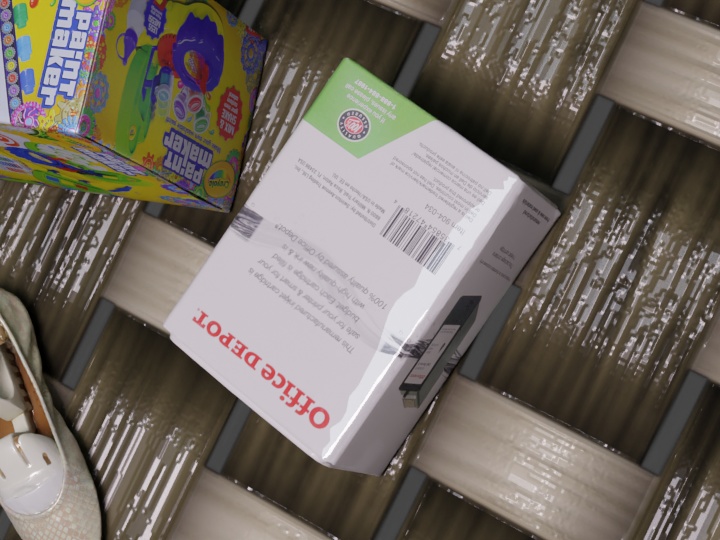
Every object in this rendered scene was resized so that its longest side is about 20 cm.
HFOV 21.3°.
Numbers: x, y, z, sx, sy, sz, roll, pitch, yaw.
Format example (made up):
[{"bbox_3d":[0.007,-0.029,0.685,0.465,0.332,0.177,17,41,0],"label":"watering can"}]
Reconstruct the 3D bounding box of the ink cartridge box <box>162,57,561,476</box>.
[{"bbox_3d":[0.000,0.000,1.148,0.145,0.084,0.201,37,94,25],"label":"ink cartridge box"}]

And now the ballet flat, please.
[{"bbox_3d":[-0.227,0.101,1.236,0.067,0.062,0.201,-30,70,15],"label":"ballet flat"}]

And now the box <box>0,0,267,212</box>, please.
[{"bbox_3d":[-0.193,-0.126,1.192,0.191,0.200,0.123,9,82,23],"label":"box"}]
